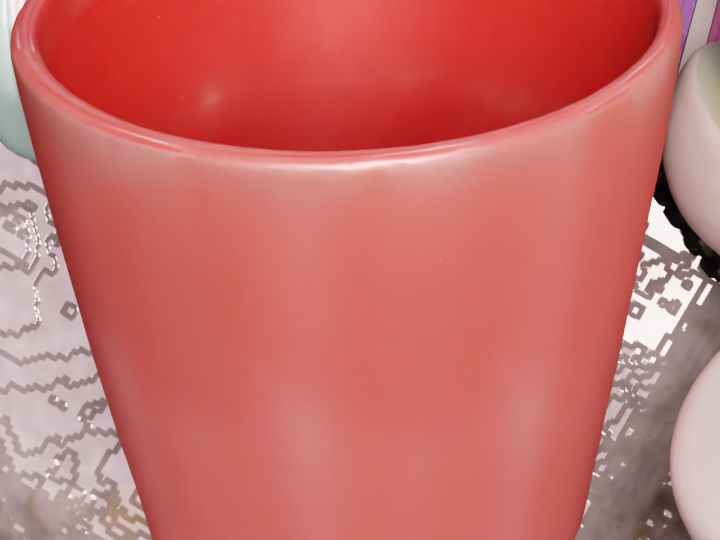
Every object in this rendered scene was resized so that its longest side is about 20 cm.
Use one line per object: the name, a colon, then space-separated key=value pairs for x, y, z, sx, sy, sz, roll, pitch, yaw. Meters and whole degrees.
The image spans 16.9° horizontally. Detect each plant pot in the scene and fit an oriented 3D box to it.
plant pot: x=0.000 y=0.000 z=0.739 sx=0.200 sy=0.201 sz=0.178 roll=1 pitch=119 yaw=7

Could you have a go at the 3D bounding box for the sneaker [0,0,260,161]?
sneaker: x=-0.079 y=-0.148 z=0.814 sx=0.139 sy=0.078 sz=0.201 roll=-17 pitch=99 yaw=5

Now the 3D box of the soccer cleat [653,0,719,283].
soccer cleat: x=0.112 y=-0.082 z=0.796 sx=0.073 sy=0.068 sz=0.201 roll=-23 pitch=87 yaw=0

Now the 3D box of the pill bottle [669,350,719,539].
pill bottle: x=0.173 y=0.105 z=0.733 sx=0.111 sy=0.111 sz=0.200 roll=-25 pitch=129 yaw=7

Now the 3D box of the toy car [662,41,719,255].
toy car: x=0.190 y=-0.080 z=0.739 sx=0.200 sy=0.150 sz=0.175 roll=20 pitch=131 yaw=-31
